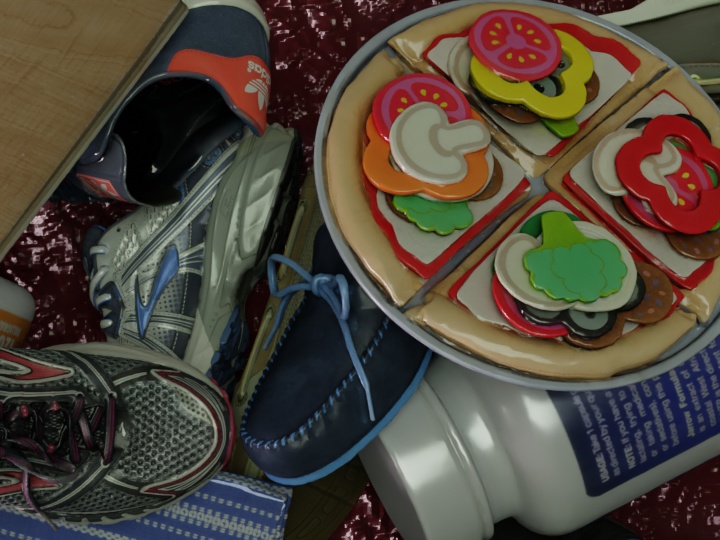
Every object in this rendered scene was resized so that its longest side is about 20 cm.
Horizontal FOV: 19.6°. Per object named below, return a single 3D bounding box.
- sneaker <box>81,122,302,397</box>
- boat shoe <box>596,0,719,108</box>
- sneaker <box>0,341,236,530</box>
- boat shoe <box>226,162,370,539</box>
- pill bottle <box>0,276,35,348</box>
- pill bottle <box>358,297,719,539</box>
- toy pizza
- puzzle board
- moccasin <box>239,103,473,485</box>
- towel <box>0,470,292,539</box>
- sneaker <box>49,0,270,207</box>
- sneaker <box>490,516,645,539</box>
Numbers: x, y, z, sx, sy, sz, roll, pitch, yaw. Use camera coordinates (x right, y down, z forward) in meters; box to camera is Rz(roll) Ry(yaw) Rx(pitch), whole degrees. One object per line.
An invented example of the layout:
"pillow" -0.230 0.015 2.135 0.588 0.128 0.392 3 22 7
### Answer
"sneaker" -0.094 0.018 0.984 0.085 0.077 0.200 17 77 9
"boat shoe" 0.102 -0.086 0.995 0.201 0.072 0.060 -17 81 -8
"sneaker" -0.150 0.070 0.869 0.200 0.075 0.081 2 89 -15
"boat shoe" -0.025 0.042 0.988 0.073 0.063 0.201 18 88 -45
"pill bottle" -0.232 0.085 0.944 0.112 0.112 0.200 20 85 -1
"pill bottle" 0.099 0.052 0.951 0.200 0.120 0.120 -26 87 -11
"toy pizza" 0.080 -0.042 0.891 0.200 0.032 0.200 6 59 -10
"puzzle board" -0.187 -0.082 0.939 0.200 0.017 0.151 20 69 38
"moccasin" 0.000 0.000 0.916 0.080 0.068 0.200 5 52 38
"towel" -0.120 0.171 0.954 0.145 0.024 0.200 15 107 1
"sneaker" -0.128 -0.055 0.946 0.200 0.075 0.085 -28 53 20
"sneaker" 0.124 0.154 0.971 0.200 0.082 0.073 15 87 0
